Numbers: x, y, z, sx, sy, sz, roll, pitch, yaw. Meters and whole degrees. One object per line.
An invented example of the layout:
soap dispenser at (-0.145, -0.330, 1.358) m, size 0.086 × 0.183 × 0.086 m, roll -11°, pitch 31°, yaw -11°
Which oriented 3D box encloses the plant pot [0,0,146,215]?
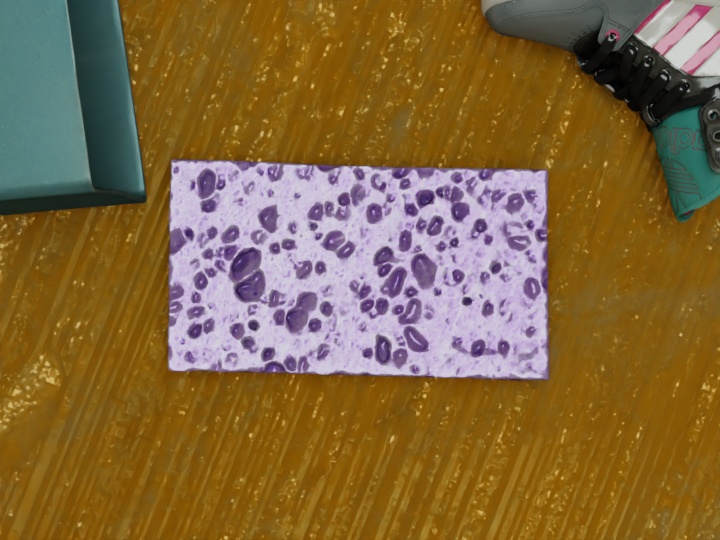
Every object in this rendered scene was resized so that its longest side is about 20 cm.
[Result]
plant pot at (-0.225, -0.092, 1.180) m, size 0.200 × 0.141 × 0.141 m, roll -8°, pitch 89°, yaw 5°

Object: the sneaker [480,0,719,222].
sneaker at (0.157, -0.088, 1.225) m, size 0.200 × 0.084 × 0.121 m, roll 6°, pitch 79°, yaw -3°

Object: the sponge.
sponge at (0.000, 0.000, 1.238) m, size 0.200 × 0.030 × 0.112 m, roll 1°, pitch 89°, yaw -2°
